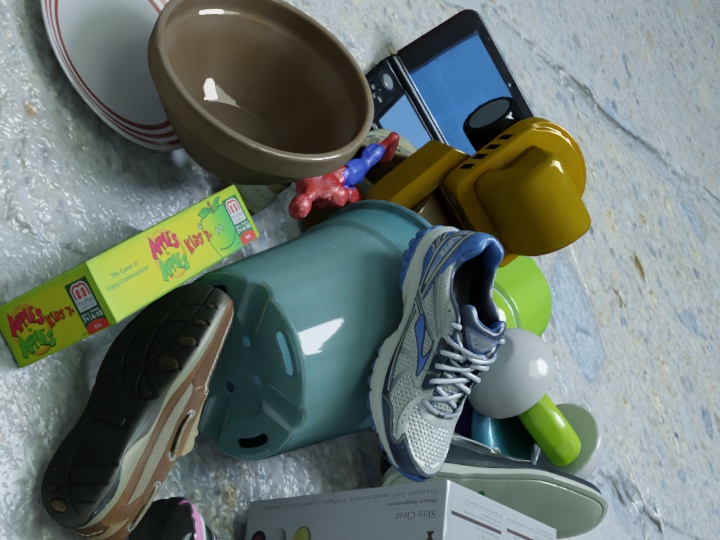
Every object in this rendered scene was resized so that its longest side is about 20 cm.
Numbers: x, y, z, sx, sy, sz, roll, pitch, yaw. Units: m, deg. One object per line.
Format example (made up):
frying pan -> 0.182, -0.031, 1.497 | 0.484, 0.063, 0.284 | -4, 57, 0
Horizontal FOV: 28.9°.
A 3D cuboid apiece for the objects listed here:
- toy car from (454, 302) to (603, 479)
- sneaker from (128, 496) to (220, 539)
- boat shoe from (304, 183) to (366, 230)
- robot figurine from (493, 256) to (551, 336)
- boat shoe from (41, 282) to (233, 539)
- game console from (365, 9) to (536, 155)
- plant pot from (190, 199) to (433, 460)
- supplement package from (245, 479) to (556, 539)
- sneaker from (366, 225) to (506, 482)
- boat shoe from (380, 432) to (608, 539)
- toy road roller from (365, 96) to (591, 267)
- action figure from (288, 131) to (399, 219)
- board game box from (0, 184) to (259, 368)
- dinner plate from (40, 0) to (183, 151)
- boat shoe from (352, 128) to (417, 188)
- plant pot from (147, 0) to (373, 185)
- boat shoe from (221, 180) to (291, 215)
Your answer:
toy car -> 0.107, 0.127, 1.246 | 0.200, 0.150, 0.175 | 41, -9, 49
sneaker -> -0.117, 0.266, 0.982 | 0.086, 0.079, 0.202 | 44, 42, -49
boat shoe -> 0.000, 0.000, 1.337 | 0.070, 0.070, 0.202 | 38, 34, -68
robot figurine -> 0.128, 0.047, 1.453 | 0.200, 0.115, 0.178 | -33, 106, -58
boat shoe -> -0.152, 0.103, 1.003 | 0.201, 0.075, 0.074 | -58, 142, -21
game console -> 0.103, -0.158, 1.545 | 0.201, 0.118, 0.173 | 59, 32, -12
plant pot -> -0.039, 0.056, 1.138 | 0.195, 0.199, 0.203 | -15, 83, -51
supplement package -> 0.027, 0.243, 1.082 | 0.155, 0.198, 0.112 | 29, 57, -44
sneaker -> 0.064, 0.059, 1.059 | 0.076, 0.085, 0.203 | 20, 72, -39
boat shoe -> 0.110, 0.167, 1.134 | 0.197, 0.072, 0.068 | 14, 34, -15
toy road roller -> 0.117, -0.056, 1.263 | 0.124, 0.199, 0.146 | 57, -9, -25
action figure -> -0.022, -0.089, 1.273 | 0.065, 0.052, 0.200 | 35, 28, 5
board game box -> -0.170, 0.001, 1.044 | 0.048, 0.101, 0.200 | 63, 31, -6
dinner plate -> -0.201, -0.193, 1.195 | 0.200, 0.024, 0.202 | 36, 42, -41
boat shoe -> 0.059, -0.080, 1.407 | 0.062, 0.199, 0.074 | -10, 123, -49
plant pot -> -0.095, -0.139, 1.181 | 0.199, 0.093, 0.203 | 20, 42, -19
boat shoe -> -0.072, -0.133, 1.314 | 0.073, 0.063, 0.202 | 51, 35, -24
